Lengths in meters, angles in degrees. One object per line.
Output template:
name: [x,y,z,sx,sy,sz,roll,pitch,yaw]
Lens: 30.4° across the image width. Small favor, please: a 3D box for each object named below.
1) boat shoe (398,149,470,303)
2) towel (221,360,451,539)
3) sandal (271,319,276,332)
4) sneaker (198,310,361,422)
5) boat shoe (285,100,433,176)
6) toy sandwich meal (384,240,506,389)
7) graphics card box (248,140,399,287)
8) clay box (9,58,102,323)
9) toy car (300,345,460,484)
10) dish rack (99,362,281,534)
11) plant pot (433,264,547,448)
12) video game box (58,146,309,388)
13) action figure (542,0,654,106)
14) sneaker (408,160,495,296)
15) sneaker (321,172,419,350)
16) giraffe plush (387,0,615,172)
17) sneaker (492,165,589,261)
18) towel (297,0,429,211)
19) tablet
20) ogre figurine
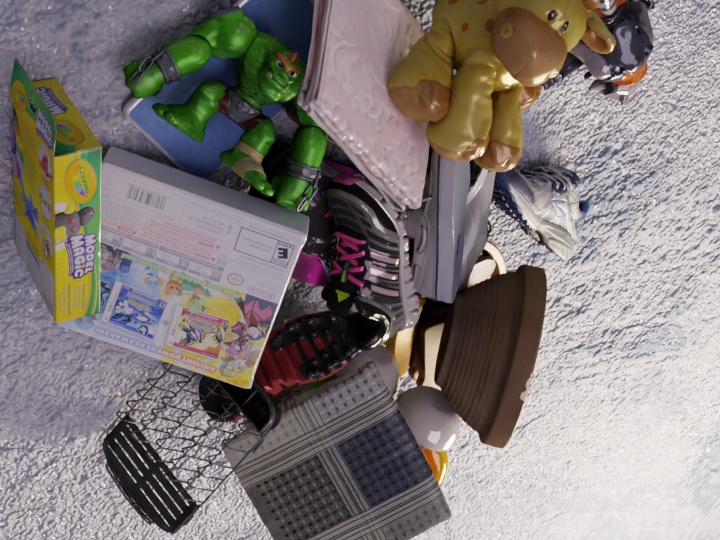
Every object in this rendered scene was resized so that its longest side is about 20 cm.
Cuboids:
boat shoe: [0.062,-0.055,1.333,0.085,0.075,0.204,11,138,12]
towel: [-0.027,0.221,1.417,0.198,0.035,0.194,-27,97,12]
sandal: [-0.115,0.026,1.360,0.077,0.070,0.214,-24,137,-17]
sneaker: [-0.076,0.099,1.426,0.199,0.072,0.098,-28,171,16]
boat shoe: [0.017,-0.141,1.304,0.198,0.074,0.076,11,121,-45]
toy sandwich meal: [0.102,0.055,1.546,0.203,0.070,0.207,-20,135,-21]
graphics card box: [-0.031,-0.047,1.346,0.198,0.051,0.127,17,93,-43]
clay box: [-0.260,-0.070,1.133,0.047,0.115,0.202,-13,133,-28]
toy car: [0.001,0.195,1.493,0.176,0.199,0.150,-57,173,30]
dish rack: [-0.185,0.165,1.374,0.200,0.154,0.054,-47,158,9]
plant pot: [0.136,0.086,1.456,0.091,0.202,0.203,14,125,0]
video game box: [-0.167,0.001,1.245,0.197,0.047,0.184,20,116,-7]
action figure: [0.232,-0.241,1.364,0.199,0.105,0.194,-40,130,-3]
sneaker: [0.110,-0.067,1.433,0.078,0.074,0.203,4,113,-39]
sneaker: [0.000,0.000,1.303,0.087,0.073,0.202,-43,135,-29]
giraffe plush: [0.140,-0.208,1.205,0.171,0.203,0.161,15,161,-38]
sneaker: [0.203,-0.089,1.507,0.086,0.077,0.200,-54,145,2]
towel: [0.011,-0.181,1.212,0.032,0.194,0.200,-8,150,29]
tablet: [-0.113,-0.179,1.225,0.200,0.014,0.130,-42,139,3]
ogre figurine: [-0.101,-0.153,1.174,0.121,0.199,0.098,-54,-177,2]
